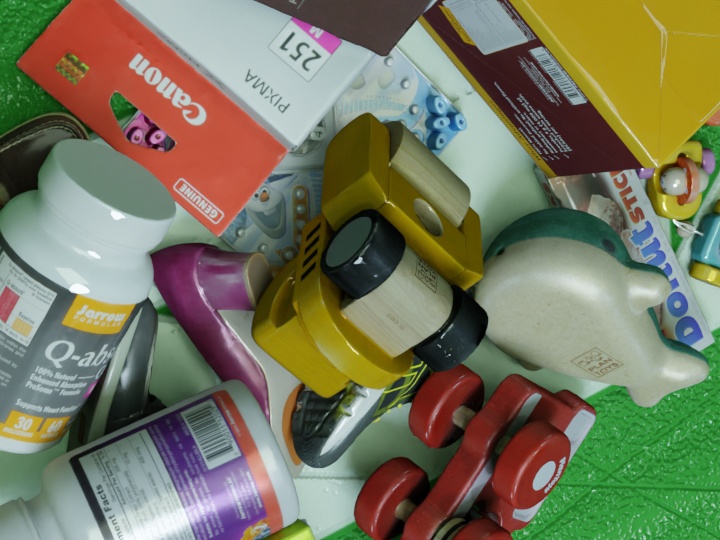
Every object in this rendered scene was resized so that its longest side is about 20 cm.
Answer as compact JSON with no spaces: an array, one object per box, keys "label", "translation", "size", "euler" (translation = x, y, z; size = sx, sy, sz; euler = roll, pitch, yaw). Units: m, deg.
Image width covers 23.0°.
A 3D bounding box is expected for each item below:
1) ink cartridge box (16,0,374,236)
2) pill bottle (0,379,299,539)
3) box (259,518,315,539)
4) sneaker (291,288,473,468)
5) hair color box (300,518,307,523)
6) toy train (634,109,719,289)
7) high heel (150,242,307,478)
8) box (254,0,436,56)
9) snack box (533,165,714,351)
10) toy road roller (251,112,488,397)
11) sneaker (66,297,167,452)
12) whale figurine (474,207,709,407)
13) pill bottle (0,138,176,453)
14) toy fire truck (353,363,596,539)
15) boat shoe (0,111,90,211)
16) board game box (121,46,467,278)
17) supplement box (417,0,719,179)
[{"label":"ink cartridge box","translation":[-0.120,-0.154,1.272],"size":[0.200,0.044,0.174],"euler":[40,82,-4]},{"label":"pill bottle","translation":[-0.152,0.164,1.223],"size":[0.199,0.111,0.112],"euler":[-24,103,-12]},{"label":"box","translation":[-0.107,0.271,1.242],"size":[0.199,0.048,0.123],"euler":[-25,100,-15]},{"label":"sneaker","translation":[0.029,0.078,1.342],"size":[0.200,0.074,0.085],"euler":[-51,121,-19]},{"label":"hair color box","translation":[-0.135,0.247,1.311],"size":[0.199,0.061,0.099],"euler":[-3,134,-17]},{"label":"toy train","translation":[0.307,-0.077,1.436],"size":[0.150,0.056,0.201],"euler":[-31,105,-12]},{"label":"high heel","translation":[-0.098,0.070,1.338],"size":[0.067,0.095,0.201],"euler":[-54,137,-44]},{"label":"box","translation":[-0.024,-0.286,1.216],"size":[0.199,0.166,0.165],"euler":[21,53,-19]},{"label":"snack box","translation":[0.214,-0.012,1.430],"size":[0.072,0.024,0.201],"euler":[-31,104,-12]},{"label":"toy road roller","translation":[0.000,0.000,1.280],"size":[0.146,0.201,0.123],"euler":[-34,119,28]},{"label":"sneaker","translation":[-0.155,0.114,1.310],"size":[0.106,0.075,0.201],"euler":[9,103,-23]},{"label":"whale figurine","translation":[0.183,0.027,1.381],"size":[0.199,0.159,0.104],"euler":[33,46,-22]},{"label":"pill bottle","translation":[-0.213,0.018,1.218],"size":[0.116,0.117,0.201],"euler":[25,112,-19]},{"label":"toy fire truck","translation":[0.098,0.173,1.359],"size":[0.201,0.112,0.168],"euler":[-59,147,2]},{"label":"boat shoe","translation":[-0.270,-0.037,1.245],"size":[0.200,0.072,0.072],"euler":[-37,103,-9]},{"label":"board game box","translation":[-0.046,-0.106,1.335],"size":[0.200,0.026,0.200],"euler":[43,83,-18]},{"label":"supplement box","translation":[0.159,-0.185,1.287],"size":[0.133,0.200,0.197],"euler":[-44,102,-11]}]
